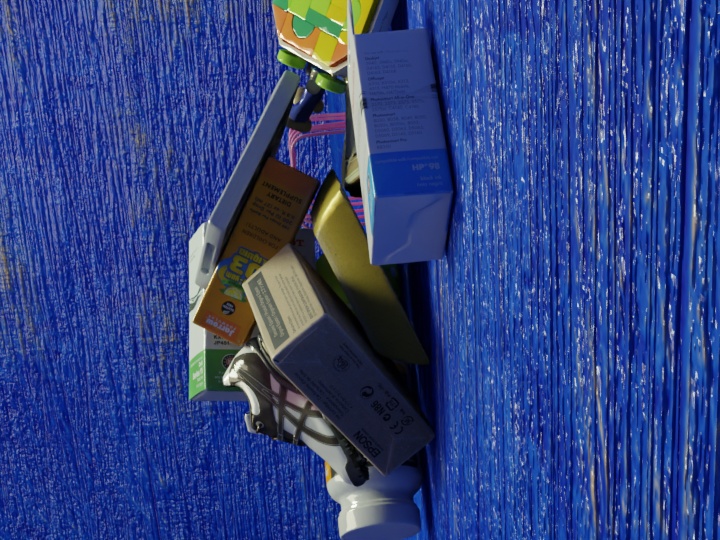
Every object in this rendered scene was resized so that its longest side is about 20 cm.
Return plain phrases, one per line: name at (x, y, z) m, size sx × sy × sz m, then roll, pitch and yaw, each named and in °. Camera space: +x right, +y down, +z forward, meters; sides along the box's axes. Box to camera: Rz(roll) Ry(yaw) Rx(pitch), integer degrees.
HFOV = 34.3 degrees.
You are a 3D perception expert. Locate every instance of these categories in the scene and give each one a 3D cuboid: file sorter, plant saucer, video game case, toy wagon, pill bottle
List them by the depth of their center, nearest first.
toy wagon at (-0.043, -0.284, 1.215) m, size 0.199 × 0.039 × 0.157 m, roll 35°, pitch 111°, yaw 38°
plant saucer at (0.000, 0.000, 1.234) m, size 0.202 × 0.048 × 0.200 m, roll 64°, pitch -179°, yaw -11°
video game case at (-0.127, -0.096, 1.285) m, size 0.182 × 0.023 × 0.202 m, roll 121°, pitch 174°, yaw -66°
pill bottle at (0.013, 0.205, 1.350) m, size 0.117 × 0.115 × 0.203 m, roll 92°, pitch 173°, yaw -64°
file sorter at (-0.035, -0.143, 1.624) m, size 0.200 × 0.123 × 0.141 m, roll -107°, pitch 13°, yaw -75°

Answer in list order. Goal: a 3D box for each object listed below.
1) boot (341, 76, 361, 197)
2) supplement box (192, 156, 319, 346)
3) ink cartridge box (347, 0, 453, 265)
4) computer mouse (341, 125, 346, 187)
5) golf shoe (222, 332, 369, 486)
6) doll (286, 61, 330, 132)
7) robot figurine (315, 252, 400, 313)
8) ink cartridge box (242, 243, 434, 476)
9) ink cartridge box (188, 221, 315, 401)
boot at (0.015, -0.160, 1.224) m, size 0.200 × 0.071 × 0.157 m, roll 157°, pitch 111°, yaw -87°
supplement box at (-0.114, -0.020, 1.283) m, size 0.069 × 0.066 × 0.202 m, roll -100°, pitch 35°, yaw -86°
ink cartridge box at (0.030, -0.121, 0.990) m, size 0.116 × 0.066 × 0.203 m, roll 91°, pitch 173°, yaw -63°
computer mouse at (0.014, -0.192, 1.405) m, size 0.139 × 0.052 × 0.203 m, roll -106°, pitch 23°, yaw -69°
golf shoe at (-0.069, 0.163, 1.258) m, size 0.201 × 0.094 × 0.078 m, roll 52°, pitch -176°, yaw 16°
doll at (-0.036, -0.239, 1.300) m, size 0.201 × 0.048 × 0.137 m, roll -59°, pitch 3°, yaw 48°
robot figurine at (-0.008, 0.054, 1.453) m, size 0.176 × 0.114 × 0.203 m, roll -117°, pitch 25°, yaw -59°
ink cartridge box at (-0.025, 0.091, 1.204) m, size 0.200 × 0.075 × 0.165 m, roll 49°, pitch -176°, yaw -29°
ink cartridge box at (-0.128, 0.050, 1.389) m, size 0.083 × 0.145 × 0.203 m, roll 144°, pitch 125°, yaw -64°
